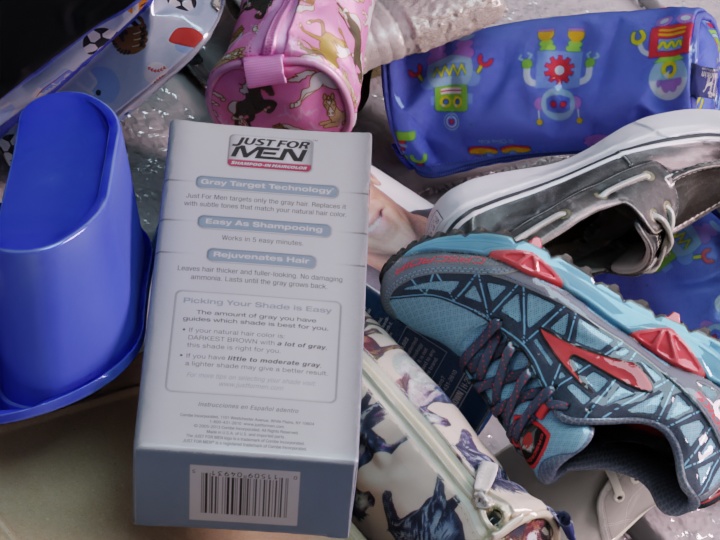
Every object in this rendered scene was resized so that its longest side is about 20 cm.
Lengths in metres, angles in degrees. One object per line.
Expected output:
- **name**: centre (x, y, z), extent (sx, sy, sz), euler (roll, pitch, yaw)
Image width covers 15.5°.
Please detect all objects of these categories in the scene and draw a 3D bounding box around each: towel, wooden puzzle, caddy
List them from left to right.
- **caddy**: centre (-0.170, 0.000, 1.227), extent (0.141, 0.105, 0.200), euler (-5, 29, 3)
- **wooden puzzle**: centre (-0.095, 0.118, 1.207), extent (0.185, 0.037, 0.200), euler (-15, 48, -43)
- **towel**: centre (-0.006, -0.166, 1.524), extent (0.132, 0.035, 0.200), euler (-22, 30, -8)

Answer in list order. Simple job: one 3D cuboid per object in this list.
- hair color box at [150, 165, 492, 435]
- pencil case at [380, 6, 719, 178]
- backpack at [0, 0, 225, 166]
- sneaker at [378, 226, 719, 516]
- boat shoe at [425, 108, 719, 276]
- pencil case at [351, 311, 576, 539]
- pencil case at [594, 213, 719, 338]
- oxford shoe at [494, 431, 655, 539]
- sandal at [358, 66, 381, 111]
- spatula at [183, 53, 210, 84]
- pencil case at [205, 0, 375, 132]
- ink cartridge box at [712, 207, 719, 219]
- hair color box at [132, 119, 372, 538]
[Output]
- **hair color box**: centre (0.000, 0.000, 1.389), extent (0.200, 0.061, 0.100), euler (32, 35, 7)
- **pencil case**: centre (0.109, -0.098, 1.491), extent (0.199, 0.078, 0.087), euler (-4, 70, 18)
- **backpack**: centre (-0.157, -0.153, 1.375), extent (0.154, 0.200, 0.191), euler (50, 20, -23)
- **sneaker**: centre (0.094, 0.051, 1.266), extent (0.199, 0.079, 0.096), euler (23, 58, 7)
- **boat shoe**: centre (0.132, -0.024, 1.378), extent (0.199, 0.072, 0.071), euler (-20, 49, -23)
- **pencil case**: centre (0.014, 0.081, 1.270), extent (0.078, 0.090, 0.200), euler (-21, 55, -33)
- **pencil case**: centre (0.200, 0.037, 1.449), extent (0.087, 0.078, 0.200), euler (-33, 64, -16)
- **oxford shoe**: centre (0.131, 0.092, 1.327), extent (0.199, 0.058, 0.075), euler (-21, 62, -21)
- **sandal**: centre (0.009, -0.155, 1.579), extent (0.070, 0.078, 0.212), euler (33, 42, 17)
- **spatula**: centre (-0.084, -0.112, 1.505), extent (0.200, 0.021, 0.056), euler (45, 33, 25)
- **pencil case**: centre (-0.028, -0.151, 1.398), extent (0.086, 0.083, 0.200), euler (34, 46, -28)
- **ink cartridge box**: centre (0.248, -0.009, 1.529), extent (0.039, 0.100, 0.200), euler (-26, 56, -11)
- **hair color box**: centre (-0.048, 0.024, 1.220), extent (0.099, 0.061, 0.200), euler (4, 49, -2)
